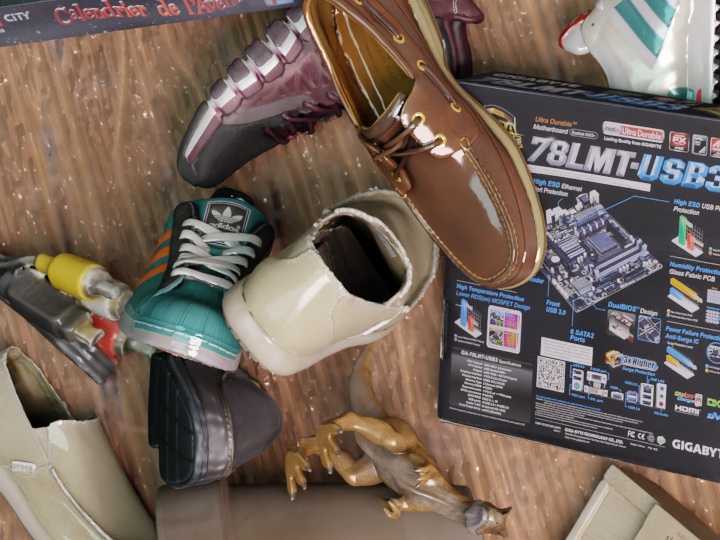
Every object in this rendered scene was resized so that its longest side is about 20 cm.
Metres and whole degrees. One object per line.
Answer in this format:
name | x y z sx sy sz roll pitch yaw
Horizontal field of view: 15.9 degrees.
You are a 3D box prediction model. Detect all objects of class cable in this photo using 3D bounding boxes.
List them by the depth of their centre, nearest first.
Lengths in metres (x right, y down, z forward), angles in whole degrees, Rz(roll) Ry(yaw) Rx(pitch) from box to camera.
cable | -0.201 0.002 1.559 0.200 0.097 0.050 33 67 32

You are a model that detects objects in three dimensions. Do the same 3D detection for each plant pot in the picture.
plant pot | -0.008 0.196 1.443 0.173 0.200 0.201 -15 87 0

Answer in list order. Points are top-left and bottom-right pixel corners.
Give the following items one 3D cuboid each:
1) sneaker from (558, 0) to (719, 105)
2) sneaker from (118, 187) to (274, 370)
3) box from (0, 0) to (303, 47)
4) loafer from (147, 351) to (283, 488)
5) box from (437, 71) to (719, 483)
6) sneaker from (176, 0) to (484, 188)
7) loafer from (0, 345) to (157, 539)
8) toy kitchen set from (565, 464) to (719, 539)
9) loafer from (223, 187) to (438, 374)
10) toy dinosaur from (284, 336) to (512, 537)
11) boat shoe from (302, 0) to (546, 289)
sneaker | 0.156 -0.151 1.427 0.093 0.070 0.200 2 95 12
sneaker | -0.089 -0.001 1.443 0.071 0.200 0.080 18 100 -6
box | -0.124 -0.206 1.497 0.199 0.038 0.137 -6 58 18
loafer | -0.079 0.079 1.444 0.072 0.200 0.073 2 98 -8
box | 0.138 0.002 1.407 0.200 0.050 0.199 10 105 33
sneaker | -0.009 -0.097 1.480 0.116 0.076 0.200 44 102 8
loafer | -0.174 0.120 1.535 0.200 0.076 0.068 41 106 14
toy kitchen set | 0.206 0.244 1.424 0.163 0.180 0.200 -59 36 7
loafer | 0.000 0.000 1.406 0.068 0.200 0.076 -36 91 30
toy dinosaur | 0.011 0.095 1.425 0.200 0.106 0.061 53 131 45
boat shoe | 0.028 -0.075 1.398 0.072 0.067 0.200 -36 78 35
